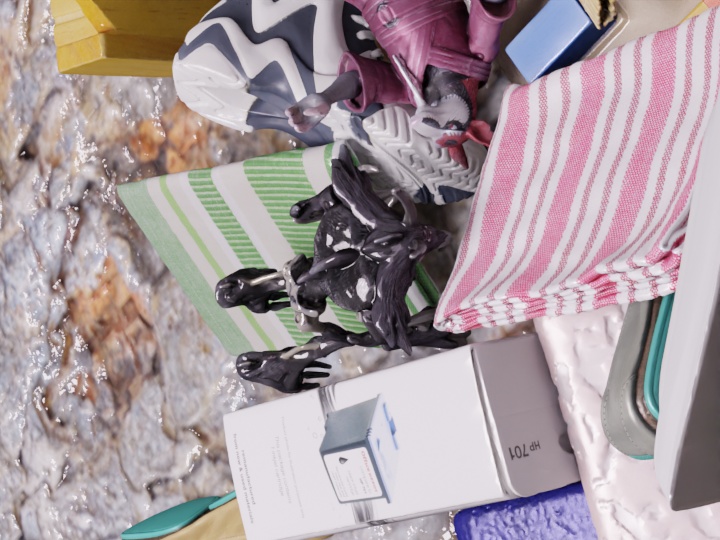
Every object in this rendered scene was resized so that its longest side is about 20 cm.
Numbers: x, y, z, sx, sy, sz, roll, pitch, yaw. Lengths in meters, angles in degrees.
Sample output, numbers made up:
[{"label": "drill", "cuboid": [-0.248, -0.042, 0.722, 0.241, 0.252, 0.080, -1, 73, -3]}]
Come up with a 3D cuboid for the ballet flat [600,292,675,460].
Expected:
[{"label": "ballet flat", "cuboid": [0.157, -0.003, 0.846, 0.064, 0.067, 0.200, 134, 158, -68]}]

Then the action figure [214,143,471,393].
[{"label": "action figure", "cuboid": [0.000, 0.000, 0.977, 0.200, 0.102, 0.119, -31, 78, 54]}]

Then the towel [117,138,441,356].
[{"label": "towel", "cuboid": [-0.047, -0.008, 1.112, 0.200, 0.023, 0.153, -7, 124, 45]}]

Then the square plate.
[{"label": "square plate", "cuboid": [0.178, 0.000, 0.775, 0.028, 0.200, 0.198, 12, 93, 30]}]

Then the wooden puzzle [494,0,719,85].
[{"label": "wooden puzzle", "cuboid": [0.154, -0.125, 0.941, 0.185, 0.046, 0.200, -46, 64, 37]}]

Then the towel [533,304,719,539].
[{"label": "towel", "cuboid": [0.191, 0.048, 0.888, 0.191, 0.032, 0.200, -18, 82, 17]}]

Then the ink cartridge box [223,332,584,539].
[{"label": "ink cartridge box", "cuboid": [0.045, 0.093, 0.999, 0.200, 0.146, 0.086, -21, 80, 43]}]

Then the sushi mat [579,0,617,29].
[{"label": "sushi mat", "cuboid": [0.085, -0.227, 0.931, 0.096, 0.012, 0.200, 84, 161, -58]}]

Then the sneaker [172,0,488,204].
[{"label": "sneaker", "cuboid": [0.000, -0.128, 1.067, 0.199, 0.080, 0.130, 19, 66, 11]}]

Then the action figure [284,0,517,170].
[{"label": "action figure", "cuboid": [0.023, -0.149, 0.997, 0.134, 0.149, 0.200, -23, 91, 19]}]

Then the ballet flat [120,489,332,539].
[{"label": "ballet flat", "cuboid": [-0.092, 0.180, 1.198, 0.200, 0.069, 0.063, -27, 90, 43]}]

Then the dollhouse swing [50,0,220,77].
[{"label": "dollhouse swing", "cuboid": [-0.197, -0.227, 1.193, 0.176, 0.182, 0.200, -5, 92, 32]}]

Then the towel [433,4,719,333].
[{"label": "towel", "cuboid": [0.110, -0.049, 0.858, 0.200, 0.030, 0.147, -15, 51, 56]}]

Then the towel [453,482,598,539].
[{"label": "towel", "cuboid": [0.135, 0.218, 1.000, 0.148, 0.050, 0.200, -17, 82, 36]}]
